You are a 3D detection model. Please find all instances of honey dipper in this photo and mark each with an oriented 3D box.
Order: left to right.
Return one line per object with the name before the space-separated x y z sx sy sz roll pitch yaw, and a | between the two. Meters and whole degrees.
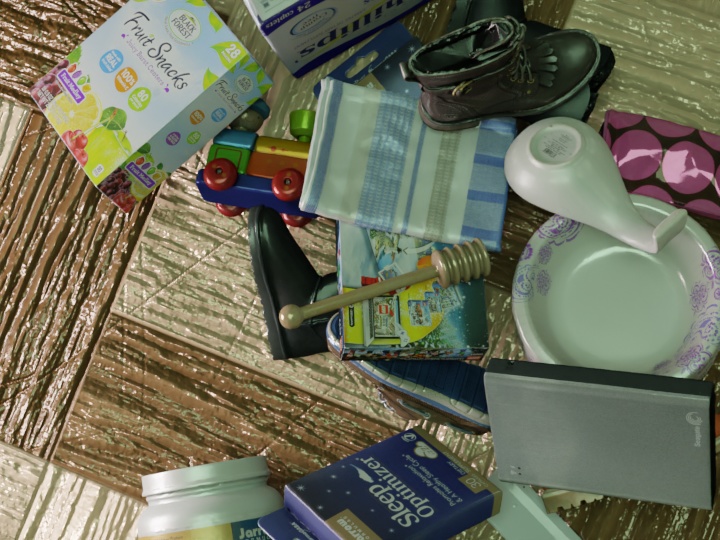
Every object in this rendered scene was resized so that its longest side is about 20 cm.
honey dipper | 0.021 0.014 1.305 0.199 0.038 0.038 -16 81 -12

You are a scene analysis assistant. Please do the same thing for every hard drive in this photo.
hard drive | 0.217 0.146 1.286 0.199 0.140 0.033 5 40 20

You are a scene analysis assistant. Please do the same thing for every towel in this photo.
towel | 0.047 -0.102 1.363 0.199 0.024 0.147 13 67 -3

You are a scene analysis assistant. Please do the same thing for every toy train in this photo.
toy train | -0.056 -0.109 1.442 0.199 0.085 0.116 9 71 8

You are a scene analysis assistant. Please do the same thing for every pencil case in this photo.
pencil case | 0.321 -0.090 1.378 0.199 0.091 0.094 15 82 12

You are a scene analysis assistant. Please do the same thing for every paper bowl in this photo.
paper bowl | 0.244 0.036 1.354 0.200 0.104 0.201 -2 72 7

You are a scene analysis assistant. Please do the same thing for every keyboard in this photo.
keyboard | 0.192 0.275 1.384 0.056 0.011 0.200 -41 79 -17

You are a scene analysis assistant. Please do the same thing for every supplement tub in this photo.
supplement tub | -0.135 0.286 1.369 0.144 0.145 0.201 -11 83 7

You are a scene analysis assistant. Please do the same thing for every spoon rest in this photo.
spoon rest | 0.216 -0.075 1.321 0.099 0.061 0.200 -39 52 -12

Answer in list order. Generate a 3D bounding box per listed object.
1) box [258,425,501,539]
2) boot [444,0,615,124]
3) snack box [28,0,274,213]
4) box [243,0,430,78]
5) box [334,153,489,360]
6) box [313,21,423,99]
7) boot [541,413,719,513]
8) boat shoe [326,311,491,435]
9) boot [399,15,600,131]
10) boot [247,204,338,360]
box | 0.018 0.218 1.323 0.121 0.200 0.032 36 134 39
boot | 0.172 -0.238 1.423 0.168 0.076 0.201 19 75 1
snack box | -0.213 -0.185 1.446 0.200 0.068 0.169 -41 56 0
box | -0.025 -0.296 1.391 0.184 0.200 0.105 -29 81 4
box | 0.046 -0.014 1.360 0.136 0.038 0.201 1 68 -8
box | 0.051 -0.148 1.450 0.121 0.032 0.200 -39 79 2
boot | 0.259 0.155 1.368 0.199 0.075 0.108 -17 77 7
boat shoe | 0.050 0.109 1.383 0.200 0.072 0.072 29 49 -3
boot | 0.132 -0.186 1.287 0.200 0.174 0.069 -22 80 -2
boot | 0.000 0.001 1.408 0.199 0.066 0.165 -8 109 11
